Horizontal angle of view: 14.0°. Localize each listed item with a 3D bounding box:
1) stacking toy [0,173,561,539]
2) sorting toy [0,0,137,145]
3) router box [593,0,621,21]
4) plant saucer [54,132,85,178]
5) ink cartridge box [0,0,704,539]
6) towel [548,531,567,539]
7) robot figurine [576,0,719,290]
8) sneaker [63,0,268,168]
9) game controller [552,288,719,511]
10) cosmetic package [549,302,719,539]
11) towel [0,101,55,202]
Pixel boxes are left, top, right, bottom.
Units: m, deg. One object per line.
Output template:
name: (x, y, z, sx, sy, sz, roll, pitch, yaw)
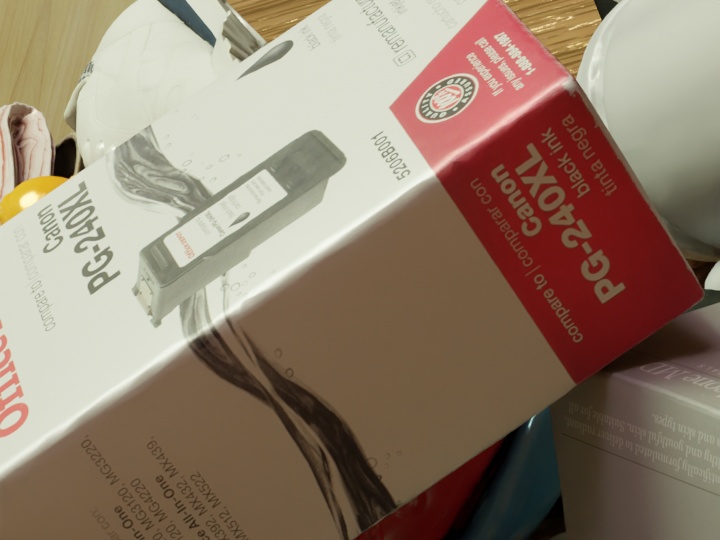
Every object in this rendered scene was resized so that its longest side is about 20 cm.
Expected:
stacking toy: (-0.030, 0.025, 0.962, 0.116, 0.200, 0.110, -68, 9, -27)
sorting toy: (-0.132, -0.050, 1.306, 0.069, 0.200, 0.199, 8, 10, -35)
router box: (0.153, -0.175, 1.235, 0.149, 0.200, 0.051, -37, 27, -26)
plant saucer: (-0.139, 0.043, 1.157, 0.200, 0.032, 0.200, -59, 15, 27)
ink cartridge box: (-0.023, 0.008, 0.842, 0.200, 0.083, 0.145, -34, 27, 1)
towel: (0.044, 0.148, 0.845, 0.200, 0.048, 0.171, -31, 24, -14)
robot figurine: (0.154, -0.068, 1.082, 0.200, 0.113, 0.170, -25, 54, 59)
sneaker: (-0.057, -0.048, 1.054, 0.080, 0.076, 0.200, -41, 22, 2)
game controller: (0.095, 0.046, 1.039, 0.200, 0.042, 0.104, 4, 51, 50)
cosmetic package: (0.163, 0.045, 0.833, 0.200, 0.090, 0.107, -14, 15, -29)
towel: (-0.173, 0.051, 1.146, 0.200, 0.032, 0.191, -62, 14, 19)
